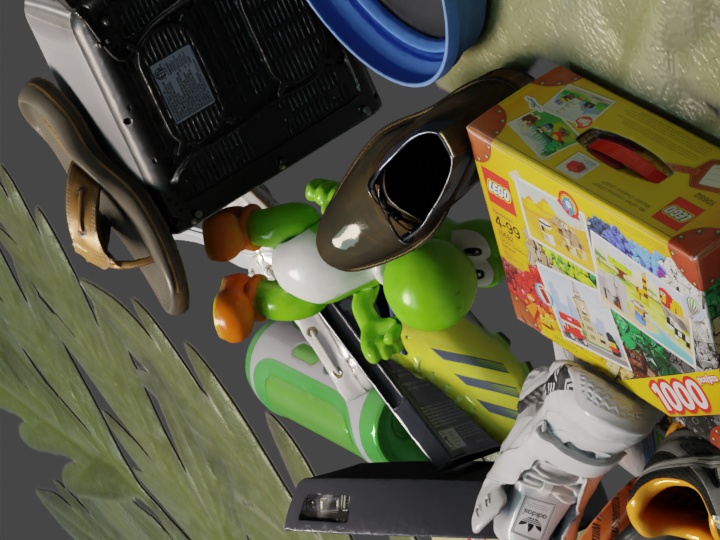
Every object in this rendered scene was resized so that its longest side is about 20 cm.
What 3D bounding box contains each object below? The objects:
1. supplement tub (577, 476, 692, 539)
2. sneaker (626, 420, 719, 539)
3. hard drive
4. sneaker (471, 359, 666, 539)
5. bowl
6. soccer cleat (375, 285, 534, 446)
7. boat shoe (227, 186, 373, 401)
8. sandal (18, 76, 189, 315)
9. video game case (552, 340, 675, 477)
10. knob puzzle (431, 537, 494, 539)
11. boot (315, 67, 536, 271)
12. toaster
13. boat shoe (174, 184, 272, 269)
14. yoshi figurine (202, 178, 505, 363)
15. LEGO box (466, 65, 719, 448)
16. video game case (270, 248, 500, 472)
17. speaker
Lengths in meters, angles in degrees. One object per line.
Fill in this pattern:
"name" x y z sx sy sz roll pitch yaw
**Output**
"supplement tub" 0.217 0.224 1.561 0.200 0.123 0.123 38 155 15
"sneaker" 0.239 0.137 1.472 0.199 0.077 0.079 4 124 48
"hard drive" 0.061 0.158 1.766 0.199 0.135 0.043 -1 92 23
"sneaker" 0.126 0.120 1.570 0.075 0.116 0.200 22 175 -5
"bowl" 0.005 -0.209 1.572 0.201 0.039 0.201 46 157 26
"soccer cleat" 0.055 0.055 1.774 0.201 0.083 0.065 56 155 3
"boat shoe" -0.054 0.010 1.875 0.200 0.069 0.071 49 -172 5
"sandal" -0.177 -0.043 1.697 0.200 0.054 0.082 52 163 17
"video game case" 0.192 0.095 1.621 0.200 0.018 0.144 38 152 41
"knob puzzle" 0.124 0.264 1.998 0.220 0.030 0.220 45 156 26
"boot" 0.019 -0.051 1.563 0.200 0.097 0.075 -40 84 37
"toaster" -0.110 -0.151 1.712 0.118 0.180 0.201 20 139 60
"boat shoe" -0.124 -0.063 2.048 0.199 0.072 0.071 20 130 43
"yoshi figurine" -0.003 0.001 1.684 0.113 0.199 0.113 62 -153 -62
"LEGO box" 0.163 -0.008 1.456 0.200 0.077 0.150 33 149 47
"video game case" 0.023 0.052 1.820 0.200 0.019 0.143 52 -163 11
"speaker" -0.010 0.092 1.976 0.200 0.088 0.089 23 141 56
